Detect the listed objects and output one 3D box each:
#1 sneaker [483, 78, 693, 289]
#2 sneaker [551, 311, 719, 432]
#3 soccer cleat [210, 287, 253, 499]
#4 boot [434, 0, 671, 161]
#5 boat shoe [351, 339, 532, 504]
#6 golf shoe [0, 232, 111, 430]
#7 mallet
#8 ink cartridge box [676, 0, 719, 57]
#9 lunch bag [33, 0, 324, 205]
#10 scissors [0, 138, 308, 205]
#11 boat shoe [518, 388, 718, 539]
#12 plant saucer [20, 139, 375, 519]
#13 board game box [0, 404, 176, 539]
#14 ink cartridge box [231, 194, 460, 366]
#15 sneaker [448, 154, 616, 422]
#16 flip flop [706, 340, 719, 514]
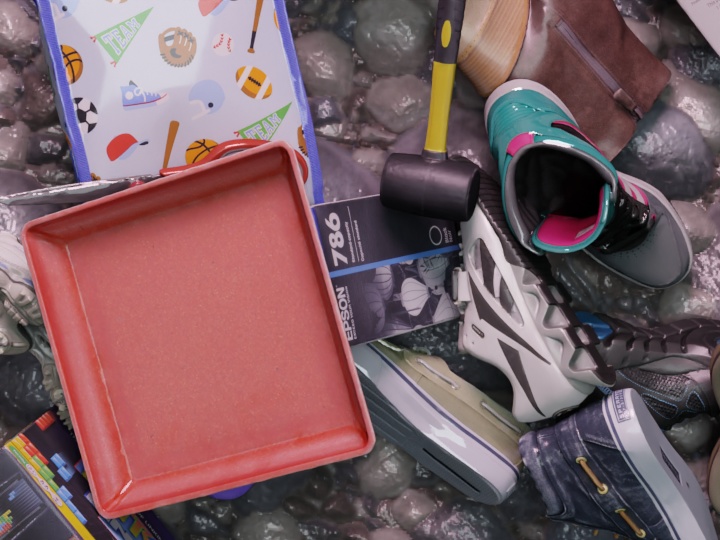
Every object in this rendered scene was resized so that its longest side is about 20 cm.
[{"bbox_3d":[0.164,-0.039,1.124,0.200,0.121,0.084,41,114,-17],"label":"sneaker"},{"bbox_3d":[0.231,0.081,1.185,0.199,0.073,0.082,7,111,-4],"label":"sneaker"},{"bbox_3d":[-0.093,0.081,1.112,0.068,0.073,0.201,2,115,-9],"label":"soccer cleat"},{"bbox_3d":[0.163,-0.195,1.183,0.166,0.072,0.200,35,85,-17],"label":"boot"},{"bbox_3d":[0.037,0.088,1.164,0.200,0.072,0.062,40,61,-8],"label":"boat shoe"},{"bbox_3d":[-0.193,0.046,1.122,0.078,0.097,0.200,-38,108,23],"label":"golf shoe"},{"bbox_3d":[0.046,-0.132,1.071,0.066,0.041,0.201,3,105,16],"label":"mallet"},{"bbox_3d":[0.259,-0.269,1.144,0.200,0.084,0.145,52,50,-3],"label":"ink cartridge box"},{"bbox_3d":[-0.124,-0.112,1.111,0.170,0.124,0.201,-15,97,-8],"label":"lunch bag"},{"bbox_3d":[-0.134,-0.062,1.061,0.199,0.014,0.073,8,113,-16],"label":"scissors"},{"bbox_3d":[0.190,0.166,1.156,0.091,0.071,0.200,-23,125,19],"label":"boat shoe"},{"bbox_3d":[-0.101,0.039,1.030,0.199,0.037,0.201,-16,90,19],"label":"plant saucer"},{"bbox_3d":[-0.174,0.192,1.081,0.057,0.165,0.200,-39,94,6],"label":"board game box"},{"bbox_3d":[0.000,0.000,1.104,0.200,0.039,0.100,-14,93,-50],"label":"ink cartridge box"},{"bbox_3d":[0.091,0.015,1.131,0.088,0.074,0.200,-35,70,24],"label":"sneaker"},{"bbox_3d":[0.285,0.114,1.135,0.081,0.058,0.200,-5,129,-4],"label":"flip flop"}]
